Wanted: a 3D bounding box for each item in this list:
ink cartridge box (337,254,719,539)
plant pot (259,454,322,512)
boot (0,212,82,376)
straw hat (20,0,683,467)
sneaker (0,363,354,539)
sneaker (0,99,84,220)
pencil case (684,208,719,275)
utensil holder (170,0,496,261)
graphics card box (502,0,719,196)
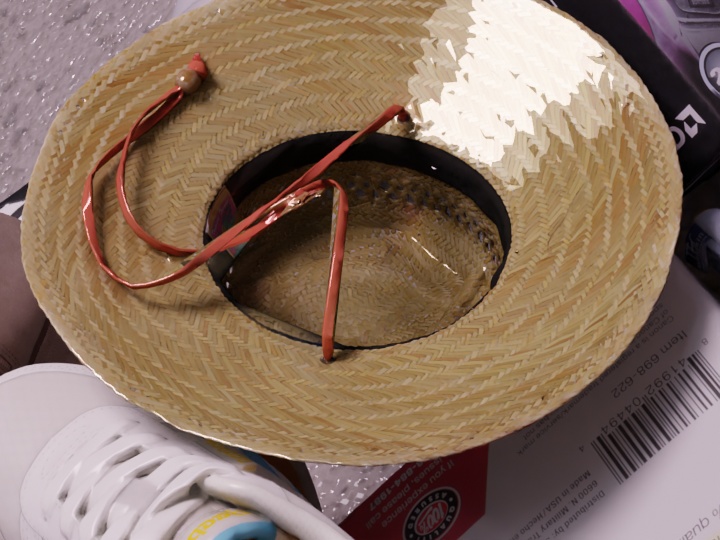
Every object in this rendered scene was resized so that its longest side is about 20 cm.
[{"bbox_3d":[0.098,0.111,0.630,0.145,0.083,0.200,-42,40,8],"label":"ink cartridge box"},{"bbox_3d":[-0.111,0.121,0.747,0.183,0.200,0.201,-13,49,15],"label":"plant pot"},{"bbox_3d":[-0.190,0.067,0.879,0.070,0.146,0.200,23,76,47],"label":"boot"},{"bbox_3d":[0.000,0.000,0.679,0.200,0.085,0.202,-3,54,4],"label":"straw hat"},{"bbox_3d":[-0.047,0.078,0.618,0.200,0.081,0.077,31,72,31],"label":"sneaker"},{"bbox_3d":[-0.132,-0.025,0.969,0.200,0.073,0.112,-24,41,15],"label":"sneaker"},{"bbox_3d":[0.196,-0.051,0.674,0.200,0.083,0.091,-45,13,5],"label":"pencil case"},{"bbox_3d":[0.018,-0.122,0.826,0.170,0.170,0.200,-15,49,34],"label":"utensil holder"},{"bbox_3d":[0.086,-0.130,0.730,0.125,0.200,0.051,-31,-10,-39],"label":"graphics card box"}]
